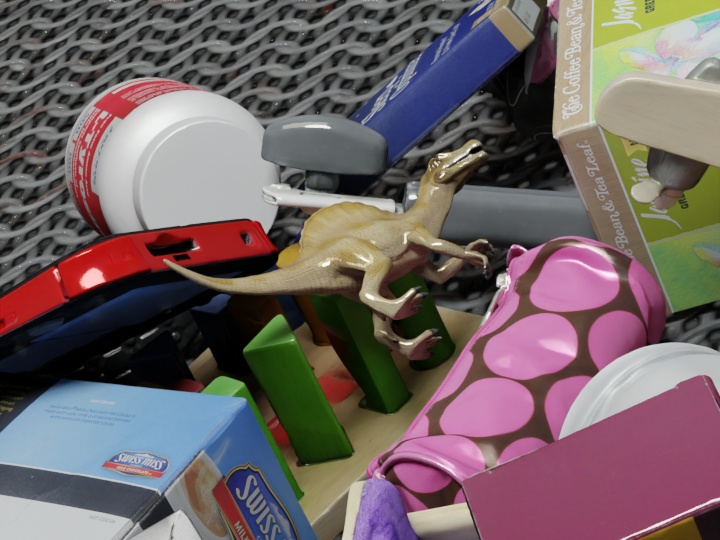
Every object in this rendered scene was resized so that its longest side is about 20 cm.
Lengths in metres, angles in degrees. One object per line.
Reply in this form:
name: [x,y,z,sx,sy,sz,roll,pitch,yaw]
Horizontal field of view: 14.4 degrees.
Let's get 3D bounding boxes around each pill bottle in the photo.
pill bottle: [-0.112,-0.057,1.740,0.112,0.113,0.200,-31,14,-9]

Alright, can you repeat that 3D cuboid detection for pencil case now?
pencil case: [0.076,0.069,1.458,0.093,0.091,0.200,33,48,6]

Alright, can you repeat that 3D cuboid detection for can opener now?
can opener: [0.040,-0.044,1.618,0.199,0.067,0.053,9,10,-1]

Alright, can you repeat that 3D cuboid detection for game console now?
game console: [-0.150,0.026,1.543,0.176,0.031,0.200,-31,-10,25]

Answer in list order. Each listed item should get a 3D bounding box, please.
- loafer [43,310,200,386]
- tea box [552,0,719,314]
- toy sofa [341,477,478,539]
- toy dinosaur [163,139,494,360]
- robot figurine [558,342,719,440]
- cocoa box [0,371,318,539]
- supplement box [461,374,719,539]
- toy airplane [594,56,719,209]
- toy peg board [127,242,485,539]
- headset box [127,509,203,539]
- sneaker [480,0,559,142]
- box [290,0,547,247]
loafer: [-0.187,0.059,1.701,0.200,0.068,0.070,-29,16,-4]
tea box: [0.218,-0.099,1.572,0.196,0.134,0.200,-18,30,15]
toy sofa: [0.034,0.181,1.294,0.082,0.098,0.200,-12,33,22]
toy dinosaur: [0.000,0.000,1.497,0.199,0.058,0.101,-26,52,-30]
robot figurine: [0.164,0.101,1.308,0.169,0.113,0.200,-27,28,-19]
cocoa box: [-0.137,0.145,1.453,0.199,0.134,0.131,4,39,43]
supplement box: [0.130,0.159,1.151,0.110,0.201,0.086,-23,29,3]
toy airplane: [0.241,-0.046,1.415,0.199,0.201,0.141,-30,0,6]
toy peg board: [-0.054,0.051,1.581,0.200,0.098,0.199,-42,33,-28]
headset box: [-0.106,0.214,1.276,0.148,0.200,0.077,-30,59,-8]
sneaker: [0.106,-0.129,1.789,0.086,0.080,0.200,-28,19,21]
box: [0.026,-0.094,1.696,0.200,0.032,0.121,-42,7,16]
